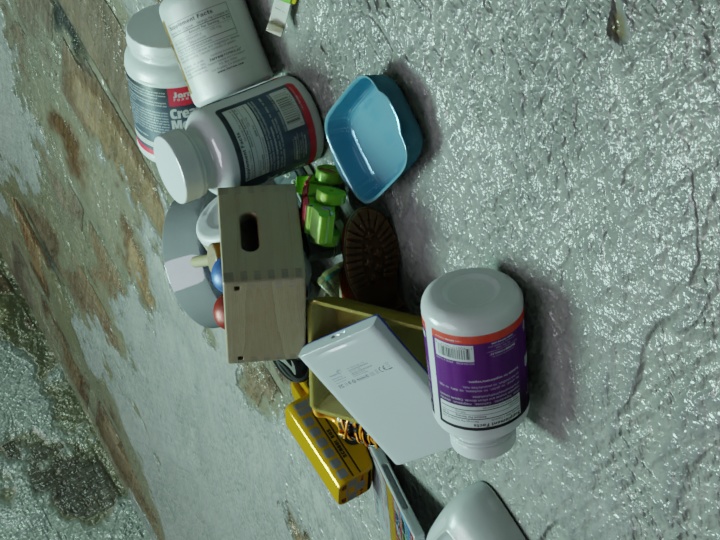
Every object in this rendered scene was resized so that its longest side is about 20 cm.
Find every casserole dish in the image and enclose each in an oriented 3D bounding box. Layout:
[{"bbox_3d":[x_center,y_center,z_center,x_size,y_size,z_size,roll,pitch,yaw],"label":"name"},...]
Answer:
[{"bbox_3d":[0.018,-0.155,1.552,0.122,0.038,0.200,64,155,7],"label":"casserole dish"}]

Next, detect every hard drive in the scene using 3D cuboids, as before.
[{"bbox_3d":[0.033,0.149,1.639,0.131,0.025,0.200,-24,116,38],"label":"hard drive"}]

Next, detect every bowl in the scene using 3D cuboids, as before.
[{"bbox_3d":[0.154,0.389,1.721,0.201,0.074,0.200,59,154,19],"label":"bowl"}]

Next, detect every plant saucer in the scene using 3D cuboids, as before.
[{"bbox_3d":[0.034,0.115,1.660,0.197,0.049,0.202,13,134,14],"label":"plant saucer"}]

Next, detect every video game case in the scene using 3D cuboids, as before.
[{"bbox_3d":[0.054,0.359,1.906,0.201,0.017,0.144,-119,19,-52],"label":"video game case"}]

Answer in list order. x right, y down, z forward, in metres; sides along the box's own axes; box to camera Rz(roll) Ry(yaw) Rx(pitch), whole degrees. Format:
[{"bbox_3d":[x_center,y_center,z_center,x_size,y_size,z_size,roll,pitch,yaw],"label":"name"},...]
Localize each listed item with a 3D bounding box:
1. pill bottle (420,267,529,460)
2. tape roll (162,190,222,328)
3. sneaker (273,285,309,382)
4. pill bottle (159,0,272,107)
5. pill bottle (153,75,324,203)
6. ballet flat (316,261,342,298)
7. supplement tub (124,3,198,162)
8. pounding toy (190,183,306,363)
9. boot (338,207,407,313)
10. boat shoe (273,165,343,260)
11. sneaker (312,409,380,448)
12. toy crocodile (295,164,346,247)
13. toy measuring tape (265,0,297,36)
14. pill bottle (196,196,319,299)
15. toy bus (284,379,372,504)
[{"bbox_3d":[0.129,0.105,1.469,0.112,0.112,0.202,36,143,48],"label":"pill bottle"},{"bbox_3d":[-0.202,-0.021,1.935,0.065,0.200,0.203,-11,105,26],"label":"tape roll"},{"bbox_3d":[-0.097,0.097,1.840,0.201,0.070,0.084,90,175,-53],"label":"sneaker"},{"bbox_3d":[-0.200,-0.327,1.754,0.114,0.113,0.202,-5,107,65],"label":"pill bottle"},{"bbox_3d":[-0.158,-0.163,1.709,0.120,0.198,0.121,46,149,38],"label":"pill bottle"},{"bbox_3d":[-0.032,0.078,1.831,0.071,0.070,0.202,43,147,41],"label":"ballet flat"},{"bbox_3d":[-0.261,-0.263,1.904,0.140,0.139,0.202,44,148,40],"label":"supplement tub"},{"bbox_3d":[-0.146,-0.002,1.684,0.185,0.140,0.202,93,171,-49],"label":"pounding toy"},{"bbox_3d":[0.000,0.000,1.693,0.107,0.074,0.202,42,148,51],"label":"boot"},{"bbox_3d":[-0.089,-0.095,1.795,0.201,0.061,0.073,56,156,24],"label":"boat shoe"},{"bbox_3d":[0.006,0.211,1.862,0.199,0.077,0.079,27,134,53],"label":"sneaker"},{"bbox_3d":[-0.051,-0.083,1.665,0.201,0.061,0.068,-94,11,-66],"label":"toy crocodile"},{"bbox_3d":[-0.091,-0.326,1.574,0.074,0.073,0.201,57,152,18],"label":"toy measuring tape"},{"bbox_3d":[-0.136,-0.012,1.867,0.111,0.111,0.201,30,158,53],"label":"pill bottle"},{"bbox_3d":[-0.051,0.245,1.994,0.201,0.078,0.065,53,158,31],"label":"toy bus"}]
